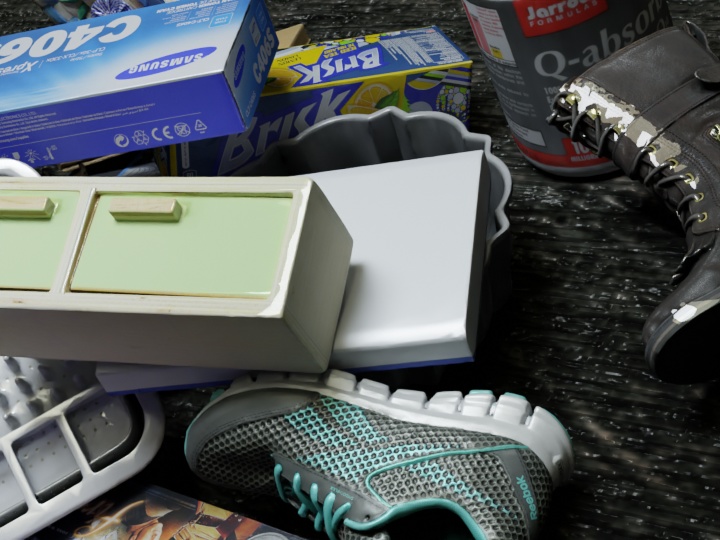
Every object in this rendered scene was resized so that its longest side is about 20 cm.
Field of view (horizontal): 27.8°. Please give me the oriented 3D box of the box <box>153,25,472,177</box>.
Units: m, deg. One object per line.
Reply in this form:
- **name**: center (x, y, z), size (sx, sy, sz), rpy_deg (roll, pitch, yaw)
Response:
- **box**: center (-0.031, -0.101, 0.926), size (0.198, 0.071, 0.064), rpy_deg (-11, 33, -18)

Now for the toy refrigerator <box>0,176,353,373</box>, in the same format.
- **toy refrigerator**: center (-0.111, -0.001, 0.729), size (0.198, 0.070, 0.077), rpy_deg (2, 63, 22)

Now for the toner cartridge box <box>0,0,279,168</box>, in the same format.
- **toner cartridge box**: center (-0.154, -0.109, 0.853), size (0.198, 0.043, 0.095), rpy_deg (-8, 39, 17)

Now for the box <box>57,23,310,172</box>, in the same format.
- **box**: center (-0.122, -0.128, 1.051), size (0.162, 0.021, 0.200), rpy_deg (-18, 16, 9)

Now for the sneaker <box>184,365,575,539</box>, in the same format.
- **sneaker**: center (0.000, 0.103, 0.704), size (0.198, 0.078, 0.092), rpy_deg (1, 43, 19)

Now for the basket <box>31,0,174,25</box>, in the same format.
- **basket**: center (-0.185, -0.278, 1.203), size (0.199, 0.176, 0.140), rpy_deg (-38, 33, 17)

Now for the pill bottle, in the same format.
- **pill bottle**: center (0.118, -0.165, 0.860), size (0.115, 0.201, 0.116), rpy_deg (-17, 39, 14)

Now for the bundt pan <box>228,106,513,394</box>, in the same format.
- **bundt pan**: center (0.000, 0.000, 0.837), size (0.200, 0.076, 0.203), rpy_deg (-14, 43, 13)

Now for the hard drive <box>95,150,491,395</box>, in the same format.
- **hard drive**: center (-0.033, 0.001, 0.773), size (0.198, 0.025, 0.133), rpy_deg (-7, 46, 17)

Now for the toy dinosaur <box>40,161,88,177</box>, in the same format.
- **toy dinosaur**: center (-0.211, -0.003, 0.866), size (0.199, 0.058, 0.101), rpy_deg (-35, 63, 2)

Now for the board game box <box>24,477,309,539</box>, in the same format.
- **board game box**: center (-0.128, 0.176, 0.753), size (0.199, 0.035, 0.136), rpy_deg (10, 51, 39)

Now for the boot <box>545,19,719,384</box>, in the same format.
- **boot**: center (0.165, -0.044, 0.767), size (0.199, 0.070, 0.174), rpy_deg (-35, 56, -26)

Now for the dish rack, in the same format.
- **dish rack**: center (-0.215, 0.055, 0.811), size (0.171, 0.044, 0.201), rpy_deg (-29, 77, -5)

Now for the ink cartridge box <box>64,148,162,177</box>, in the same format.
- **ink cartridge box**: center (-0.154, -0.048, 0.965), size (0.098, 0.040, 0.200), rpy_deg (-7, 22, 13)
